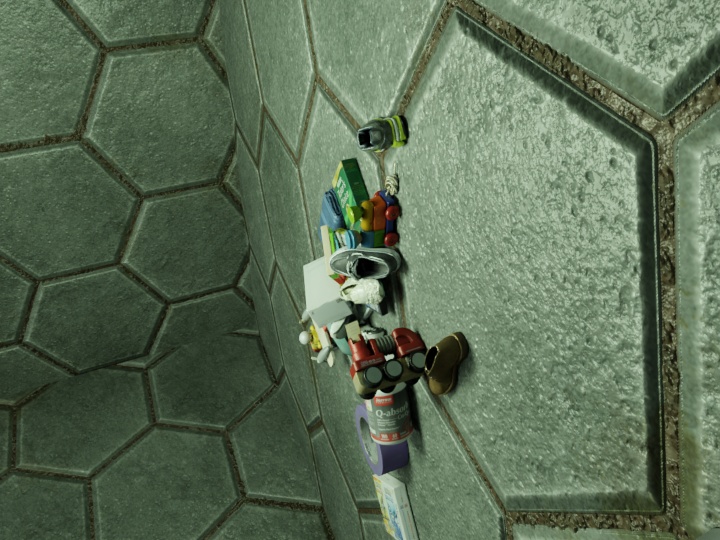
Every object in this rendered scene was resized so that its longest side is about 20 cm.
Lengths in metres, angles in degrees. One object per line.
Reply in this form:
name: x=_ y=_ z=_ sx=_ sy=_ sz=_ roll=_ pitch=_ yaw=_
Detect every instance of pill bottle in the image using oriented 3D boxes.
pill bottle: x=0.068 y=0.328 z=1.490 sx=0.116 sy=0.113 sz=0.205 roll=-156 pitch=54 yaw=-67

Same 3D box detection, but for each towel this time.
towel: x=-0.081 y=-0.137 z=1.711 sx=0.202 sy=0.047 sz=0.113 roll=106 pitch=146 yaw=-56

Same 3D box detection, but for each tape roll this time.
tape roll: x=0.059 y=0.475 z=1.675 sx=0.199 sy=0.083 sz=0.205 roll=165 pitch=91 yaw=-71

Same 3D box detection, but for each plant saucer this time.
plant saucer: x=-0.069 y=0.184 z=1.797 sx=0.203 sy=0.035 sz=0.200 roll=60 pitch=-179 yaw=-2

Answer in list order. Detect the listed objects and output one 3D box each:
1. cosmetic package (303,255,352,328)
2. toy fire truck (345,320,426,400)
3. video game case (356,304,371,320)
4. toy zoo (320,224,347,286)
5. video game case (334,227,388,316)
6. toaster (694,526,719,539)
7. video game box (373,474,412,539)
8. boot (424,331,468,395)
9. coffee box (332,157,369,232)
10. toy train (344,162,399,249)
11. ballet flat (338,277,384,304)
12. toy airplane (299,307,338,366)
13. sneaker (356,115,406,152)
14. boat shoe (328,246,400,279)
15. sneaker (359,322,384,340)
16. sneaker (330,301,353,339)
cosmetic package: x=-0.095 y=0.053 z=1.657 sx=0.202 sy=0.111 sz=0.082 roll=-100 pitch=-17 yaw=-49
toy fire truck: x=0.044 y=0.179 z=1.359 sx=0.130 sy=0.172 sz=0.203 roll=106 pitch=145 yaw=-58
video game case: x=0.001 y=0.022 z=1.617 sx=0.201 sy=0.023 sz=0.185 roll=118 pitch=135 yaw=-64
toy zoo: x=-0.060 y=-0.029 z=1.570 sx=0.200 sy=0.020 sz=0.135 roll=45 pitch=-145 yaw=-70
video game case: x=0.000 y=0.000 z=1.496 sx=0.180 sy=0.025 sz=0.205 roll=25 pitch=134 yaw=63
toaster: x=0.394 y=0.341 z=0.513 sx=0.200 sy=0.116 sz=0.185 roll=126 pitch=127 yaw=-67
video game box: x=0.106 y=0.726 z=1.775 sx=0.200 sy=0.046 sz=0.187 roll=154 pitch=104 yaw=-72
boot: x=0.157 y=0.199 z=1.195 sx=0.202 sy=0.074 sz=0.074 roll=98 pitch=150 yaw=-50
coffee box: x=-0.016 y=-0.169 z=1.496 sx=0.123 sy=0.043 sz=0.204 roll=129 pitch=125 yaw=-68
toy train: x=0.021 y=-0.139 z=1.292 sx=0.085 sy=0.113 sz=0.204 roll=-125 pitch=27 yaw=-46
ballet flat: x=-0.004 y=0.057 z=1.436 sx=0.199 sy=0.070 sz=0.074 roll=177 pitch=79 yaw=-69
toy airplane: x=-0.142 y=0.214 z=2.000 sx=0.199 sy=0.138 sz=0.204 roll=-154 pitch=53 yaw=-67
sneaker: x=0.023 y=-0.286 z=1.235 sx=0.199 sy=0.079 sz=0.076 roll=-168 pitch=66 yaw=-70
boat shoe: x=-0.002 y=-0.011 z=1.371 sx=0.196 sy=0.068 sz=0.073 roll=3 pitch=116 yaw=33
sneaker: x=0.016 y=0.200 z=1.631 sx=0.199 sy=0.065 sz=0.093 roll=-178 pitch=78 yaw=-69
sneaker: x=-0.069 y=0.125 z=1.682 sx=0.201 sy=0.085 sz=0.076 roll=-77 pitch=-3 yaw=-58
